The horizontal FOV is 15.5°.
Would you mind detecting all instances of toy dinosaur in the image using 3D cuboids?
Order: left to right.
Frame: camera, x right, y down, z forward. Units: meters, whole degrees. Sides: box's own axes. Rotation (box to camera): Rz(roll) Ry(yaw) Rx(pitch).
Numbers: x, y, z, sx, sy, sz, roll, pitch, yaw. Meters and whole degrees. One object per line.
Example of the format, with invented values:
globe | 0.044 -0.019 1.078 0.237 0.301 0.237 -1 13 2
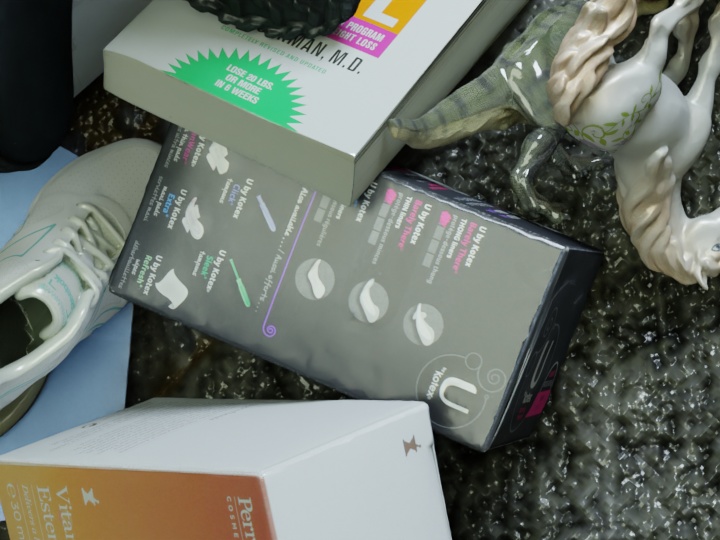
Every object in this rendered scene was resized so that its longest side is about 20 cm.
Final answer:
toy dinosaur | 0.084 -0.074 1.254 0.047 0.200 0.088 -2 117 45

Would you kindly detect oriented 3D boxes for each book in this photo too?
book | -0.012 -0.124 1.250 0.133 0.048 0.200 25 49 16

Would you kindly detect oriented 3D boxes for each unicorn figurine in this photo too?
unicorn figurine | 0.142 -0.074 1.236 0.074 0.200 0.138 18 86 48

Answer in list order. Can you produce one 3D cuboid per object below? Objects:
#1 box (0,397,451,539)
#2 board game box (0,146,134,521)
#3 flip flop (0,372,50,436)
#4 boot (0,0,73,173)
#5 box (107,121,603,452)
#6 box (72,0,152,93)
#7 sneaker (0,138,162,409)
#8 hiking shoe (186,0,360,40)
box | -0.058 0.145 1.217 0.200 0.106 0.153 -3 102 47
board game box | -0.193 0.028 1.347 0.157 0.039 0.201 4 86 -1
flip flop | -0.234 0.066 1.286 0.200 0.058 0.081 -29 85 -14
boot | -0.118 -0.138 1.125 0.168 0.076 0.201 -4 117 28
box | 0.000 0.000 1.263 0.199 0.122 0.106 23 95 13
box | -0.183 -0.162 1.291 0.200 0.106 0.152 -41 79 -7
sneaker | -0.144 0.008 1.267 0.070 0.080 0.200 47 59 -13
hiking shoe | -0.080 -0.182 1.191 0.200 0.074 0.087 30 52 -6
